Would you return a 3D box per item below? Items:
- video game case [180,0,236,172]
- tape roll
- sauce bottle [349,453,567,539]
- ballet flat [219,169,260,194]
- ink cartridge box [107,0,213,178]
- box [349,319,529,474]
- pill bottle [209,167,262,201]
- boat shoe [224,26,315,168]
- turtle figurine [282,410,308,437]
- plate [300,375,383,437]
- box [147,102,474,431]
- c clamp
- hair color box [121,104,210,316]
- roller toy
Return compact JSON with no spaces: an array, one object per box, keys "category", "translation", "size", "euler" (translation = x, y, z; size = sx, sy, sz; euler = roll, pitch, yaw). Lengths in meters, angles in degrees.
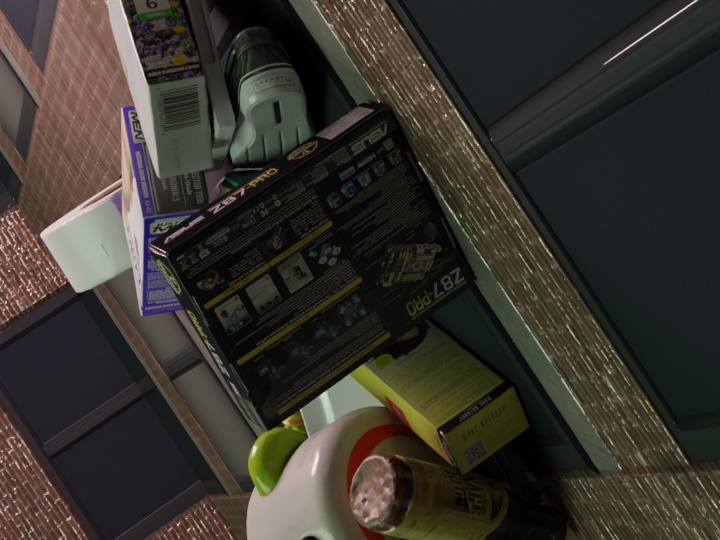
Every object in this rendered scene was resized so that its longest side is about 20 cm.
[{"category":"video game case","translation":[-0.139,-0.194,1.554],"size":[0.143,0.018,0.201],"euler":[130,127,-75]},{"category":"tape roll","translation":[-0.216,-0.060,1.870],"size":[0.071,0.202,0.202],"euler":[59,166,-9]},{"category":"sauce bottle","translation":[0.084,0.194,1.526],"size":[0.200,0.066,0.066],"euler":[16,-165,-38]},{"category":"ballet flat","translation":[-0.049,-0.046,1.528],"size":[0.200,0.069,0.070],"euler":[6,130,50]},{"category":"ink cartridge box","translation":[-0.168,-0.185,1.531],"size":[0.109,0.050,0.200],"euler":[91,164,-51]},{"category":"box","translation":[0.052,0.089,1.569],"size":[0.200,0.075,0.050],"euler":[37,157,50]},{"category":"pill bottle","translation":[-0.093,-0.032,1.706],"size":[0.110,0.109,0.200],"euler":[55,166,5]},{"category":"boat shoe","translation":[-0.074,-0.140,1.523],"size":[0.200,0.072,0.071],"euler":[112,145,-72]},{"category":"turtle figurine","translation":[-0.058,0.153,1.913],"size":[0.161,0.064,0.201],"euler":[75,-176,-66]},{"category":"plate","translation":[0.010,0.139,1.766],"size":[0.199,0.032,0.201],"euler":[10,122,52]},{"category":"box","translation":[-0.032,-0.004,1.384],"size":[0.161,0.200,0.049],"euler":[60,164,-20]},{"category":"c clamp","translation":[0.112,0.176,1.672],"size":[0.171,0.027,0.200],"euler":[63,167,-5]},{"category":"hair color box","translation":[-0.172,-0.052,1.643],"size":[0.200,0.065,0.110],"euler":[107,152,-63]},{"category":"roller toy","translation":[0.012,0.215,1.594],"size":[0.140,0.200,0.183],"euler":[-36,53,41]}]
